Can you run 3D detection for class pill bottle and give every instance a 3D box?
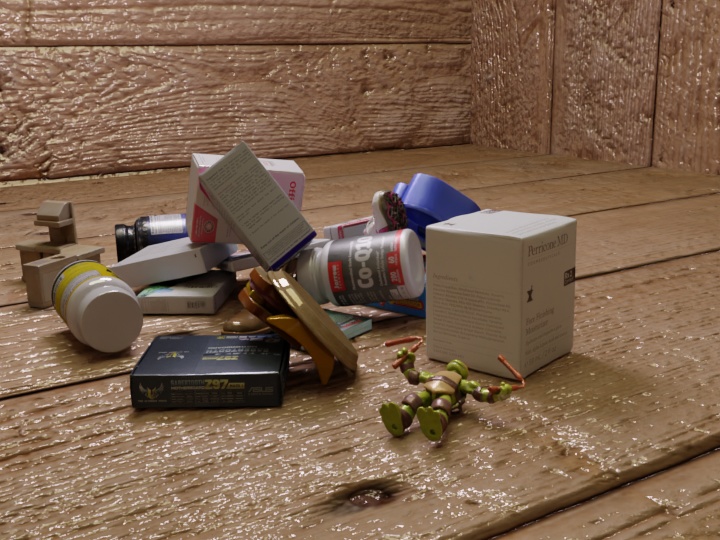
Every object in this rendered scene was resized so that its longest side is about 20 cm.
[{"bbox_3d":[0.000,0.000,1.408,0.197,0.115,0.114,-8,11,18],"label":"pill bottle"},{"bbox_3d":[-0.426,-0.063,1.813,0.197,0.114,0.112,-6,15,-15],"label":"pill bottle"},{"bbox_3d":[-0.418,0.057,1.336,0.113,0.116,0.199,-9,17,-28],"label":"pill bottle"}]

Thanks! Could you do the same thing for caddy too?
[{"bbox_3d":[0.132,-0.090,1.573,0.199,0.106,0.141,29,-22,-21],"label":"caddy"}]

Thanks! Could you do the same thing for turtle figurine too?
[{"bbox_3d":[0.089,0.149,1.036,0.198,0.065,0.161,17,29,27],"label":"turtle figurine"}]

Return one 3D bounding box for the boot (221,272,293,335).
[{"bbox_3d":[-0.159,0.054,1.323,0.073,0.077,0.200,6,17,22],"label":"boot"}]

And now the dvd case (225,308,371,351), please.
[{"bbox_3d":[-0.102,0.089,1.374,0.198,0.022,0.145,8,17,37],"label":"dvd case"}]

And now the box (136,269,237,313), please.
[{"bbox_3d":[-0.319,0.037,1.564,0.142,0.037,0.200,0,13,3],"label":"box"}]

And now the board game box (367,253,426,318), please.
[{"bbox_3d":[0.111,0.023,1.541,0.194,0.057,0.199,10,18,39],"label":"board game box"}]

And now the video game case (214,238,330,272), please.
[{"bbox_3d":[-0.176,-0.033,1.635,0.198,0.023,0.182,-15,7,-20],"label":"video game case"}]

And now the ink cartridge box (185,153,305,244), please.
[{"bbox_3d":[-0.214,-0.129,1.548,0.197,0.148,0.083,2,24,-22],"label":"ink cartridge box"}]

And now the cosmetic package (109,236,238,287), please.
[{"bbox_3d":[-0.352,-0.022,1.598,0.197,0.052,0.151,-11,12,19],"label":"cosmetic package"}]

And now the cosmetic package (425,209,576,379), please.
[{"bbox_3d":[0.205,0.027,1.224,0.164,0.203,0.164,10,19,39],"label":"cosmetic package"}]

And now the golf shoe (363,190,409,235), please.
[{"bbox_3d":[0.042,-0.067,1.480,0.091,0.201,0.073,3,57,18],"label":"golf shoe"}]

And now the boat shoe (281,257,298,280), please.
[{"bbox_3d":[-0.103,0.006,1.594,0.069,0.071,0.200,-4,13,8],"label":"boat shoe"}]

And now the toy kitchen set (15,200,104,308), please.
[{"bbox_3d":[-0.629,-0.039,1.629,0.197,0.166,0.180,5,15,25],"label":"toy kitchen set"}]

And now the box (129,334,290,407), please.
[{"bbox_3d":[-0.198,0.134,1.143,0.197,0.052,0.158,-1,15,0],"label":"box"}]

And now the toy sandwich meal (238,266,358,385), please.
[{"bbox_3d":[-0.085,0.078,1.171,0.070,0.205,0.205,-42,18,1],"label":"toy sandwich meal"}]

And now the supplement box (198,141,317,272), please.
[{"bbox_3d":[-0.176,-0.101,1.421,0.103,0.201,0.101,-40,2,-11],"label":"supplement box"}]

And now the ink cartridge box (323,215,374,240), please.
[{"bbox_3d":[0.013,-0.067,1.737,0.143,0.085,0.200,-14,5,-13],"label":"ink cartridge box"}]
